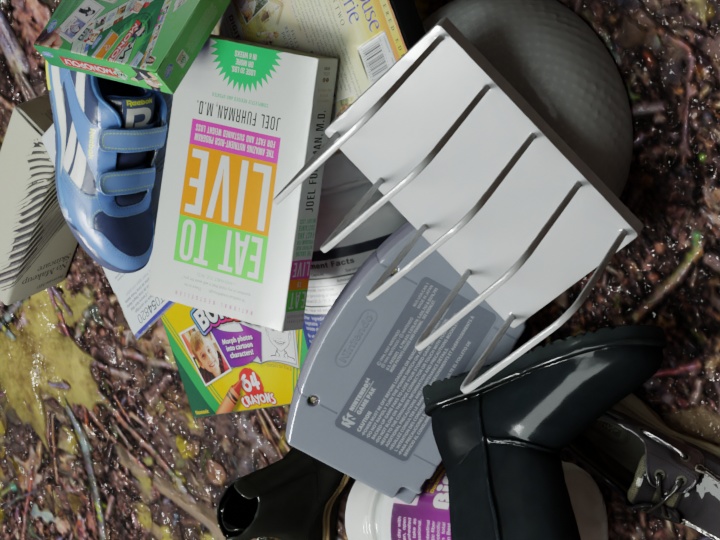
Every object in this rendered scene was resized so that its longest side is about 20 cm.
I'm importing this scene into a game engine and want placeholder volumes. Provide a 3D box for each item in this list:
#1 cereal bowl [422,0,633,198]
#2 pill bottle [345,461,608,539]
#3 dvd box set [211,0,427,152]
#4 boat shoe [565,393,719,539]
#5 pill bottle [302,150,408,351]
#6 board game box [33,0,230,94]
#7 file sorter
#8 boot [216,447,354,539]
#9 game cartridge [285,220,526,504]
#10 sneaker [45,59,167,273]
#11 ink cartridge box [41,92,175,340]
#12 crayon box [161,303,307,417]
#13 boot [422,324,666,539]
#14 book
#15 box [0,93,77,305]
[{"bbox_3d":[0.095,-0.102,1.484,0.199,0.083,0.202,20,122,37],"label":"cereal bowl"},{"bbox_3d":[0.086,0.200,1.601,0.199,0.112,0.113,0,108,43],"label":"pill bottle"},{"bbox_3d":[-0.037,-0.160,1.511,0.199,0.029,0.147,-30,75,40],"label":"dvd box set"},{"bbox_3d":[0.216,0.149,1.488,0.200,0.065,0.072,38,130,26],"label":"boat shoe"},{"bbox_3d":[0.000,0.000,1.598,0.111,0.111,0.202,-2,106,44],"label":"pill bottle"},{"bbox_3d":[-0.147,-0.232,1.550,0.134,0.201,0.029,16,158,36],"label":"board game box"},{"bbox_3d":[0.062,-0.036,1.393,0.200,0.125,0.139,45,132,-6],"label":"file sorter"},{"bbox_3d":[-0.084,0.219,1.754,0.077,0.138,0.201,38,131,25],"label":"boot"},{"bbox_3d":[0.033,0.065,1.533,0.133,0.041,0.201,28,104,-17],"label":"game cartridge"},{"bbox_3d":[-0.192,-0.098,1.592,0.082,0.074,0.202,-7,95,44],"label":"sneaker"},{"bbox_3d":[-0.163,-0.076,1.648,0.199,0.040,0.201,-40,71,44],"label":"ink cartridge box"},{"bbox_3d":[-0.092,0.027,1.734,0.199,0.058,0.174,-12,99,47],"label":"crayon box"},{"bbox_3d":[0.143,0.141,1.450,0.199,0.076,0.170,-20,73,26],"label":"boot"},{"bbox_3d":[-0.085,-0.068,1.517,0.133,0.048,0.202,14,102,37],"label":"book"},{"bbox_3d":[-0.294,-0.068,1.873,0.068,0.082,0.201,43,133,20],"label":"box"}]
